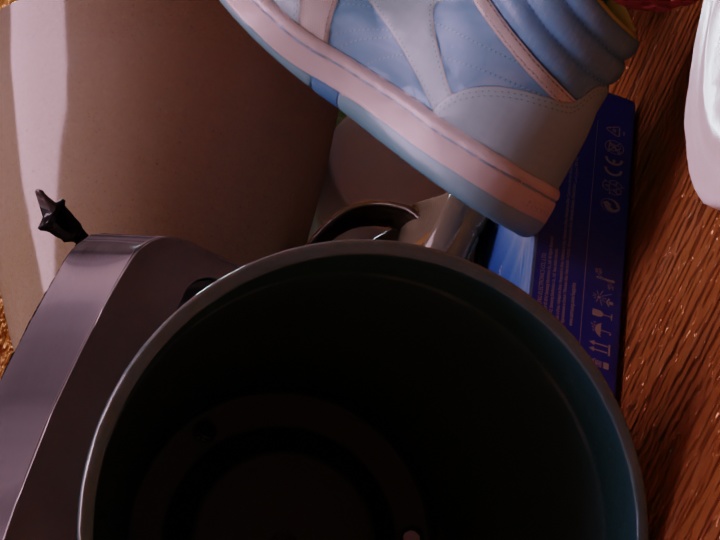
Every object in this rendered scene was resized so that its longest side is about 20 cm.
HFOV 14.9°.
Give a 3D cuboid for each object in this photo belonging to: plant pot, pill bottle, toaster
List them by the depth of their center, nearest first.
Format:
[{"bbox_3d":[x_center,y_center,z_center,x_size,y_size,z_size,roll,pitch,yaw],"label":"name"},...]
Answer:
[{"bbox_3d":[-0.015,0.099,1.028,0.188,0.200,0.201,151,136,-77],"label":"plant pot"},{"bbox_3d":[-0.075,0.087,1.178,0.181,0.200,0.119,-66,18,-11],"label":"toaster"},{"bbox_3d":[-0.104,-0.011,1.353,0.187,0.187,0.201,125,149,-66],"label":"plant pot"},{"bbox_3d":[-0.001,0.008,1.486,0.200,0.114,0.114,117,168,-48],"label":"pill bottle"}]

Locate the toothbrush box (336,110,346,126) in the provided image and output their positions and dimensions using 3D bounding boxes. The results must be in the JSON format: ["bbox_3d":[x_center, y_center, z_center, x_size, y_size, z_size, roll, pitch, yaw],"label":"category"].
[{"bbox_3d":[0.022,-0.161,1.541,0.086,0.145,0.200,27,102,40],"label":"toothbrush box"}]

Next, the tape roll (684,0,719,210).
[{"bbox_3d":[0.159,-0.102,0.759,0.202,0.071,0.203,-161,90,-83],"label":"tape roll"}]

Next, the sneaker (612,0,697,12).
[{"bbox_3d":[0.149,-0.191,1.066,0.200,0.078,0.082,-61,5,13],"label":"sneaker"}]

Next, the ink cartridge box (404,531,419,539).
[{"bbox_3d":[0.004,0.128,1.336,0.117,0.067,0.200,125,161,-56],"label":"ink cartridge box"}]

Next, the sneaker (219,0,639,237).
[{"bbox_3d":[0.035,-0.117,1.152,0.131,0.200,0.080,-55,-27,7],"label":"sneaker"}]

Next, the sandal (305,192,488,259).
[{"bbox_3d":[0.000,0.000,1.293,0.080,0.054,0.200,-67,13,-23],"label":"sandal"}]

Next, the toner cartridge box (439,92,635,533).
[{"bbox_3d":[0.077,0.016,1.172,0.200,0.043,0.095,-80,12,-48],"label":"toner cartridge box"}]
